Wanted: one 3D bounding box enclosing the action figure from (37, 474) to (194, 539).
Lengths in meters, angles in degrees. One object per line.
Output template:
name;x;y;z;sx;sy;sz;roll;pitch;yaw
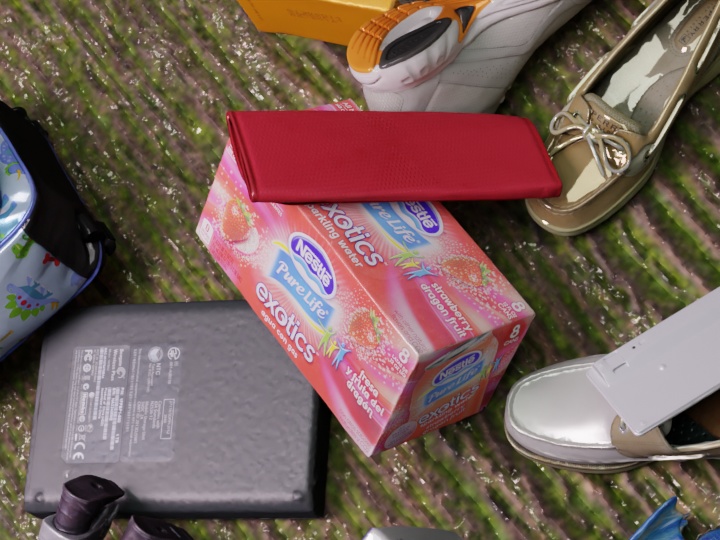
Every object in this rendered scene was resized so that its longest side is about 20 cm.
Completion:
action figure;-0.191;0.232;1.131;0.130;0.069;0.201;35;98;19

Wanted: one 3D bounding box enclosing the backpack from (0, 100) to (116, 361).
backpack;-0.295;-0.018;1.205;0.200;0.147;0.183;-44;47;7

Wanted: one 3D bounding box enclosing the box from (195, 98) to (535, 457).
box;0.000;0.000;1.119;0.102;0.095;0.200;-16;56;-37

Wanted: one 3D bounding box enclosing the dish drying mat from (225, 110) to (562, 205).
dish drying mat;0.021;-0.068;1.105;0.198;0.018;0.077;-2;48;-19

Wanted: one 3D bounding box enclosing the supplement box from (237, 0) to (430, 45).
supplement box;0.003;-0.258;1.245;0.125;0.074;0.202;13;75;22

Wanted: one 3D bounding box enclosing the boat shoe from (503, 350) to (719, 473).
boat shoe;0.177;0.077;1.069;0.198;0.068;0.076;-4;69;16

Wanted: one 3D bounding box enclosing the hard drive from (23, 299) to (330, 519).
hard drive;-0.116;0.090;1.177;0.198;0.033;0.141;-3;69;17

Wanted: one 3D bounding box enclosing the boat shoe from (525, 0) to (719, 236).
boat shoe;0.172;-0.112;1.143;0.201;0.063;0.073;-47;64;-3

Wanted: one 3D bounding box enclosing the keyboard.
keyboard;0.226;0.027;1.045;0.199;0.011;0.056;-30;54;-9

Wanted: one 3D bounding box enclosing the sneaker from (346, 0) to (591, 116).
sneaker;0.081;-0.146;1.187;0.199;0.093;0.076;-29;38;-19

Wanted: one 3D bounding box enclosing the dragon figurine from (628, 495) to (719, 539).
dragon figurine;0.183;0.169;1.038;0.099;0.059;0.201;35;85;25

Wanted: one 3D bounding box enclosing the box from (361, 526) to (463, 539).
box;0.031;0.277;0.996;0.184;0.105;0.201;44;103;26
